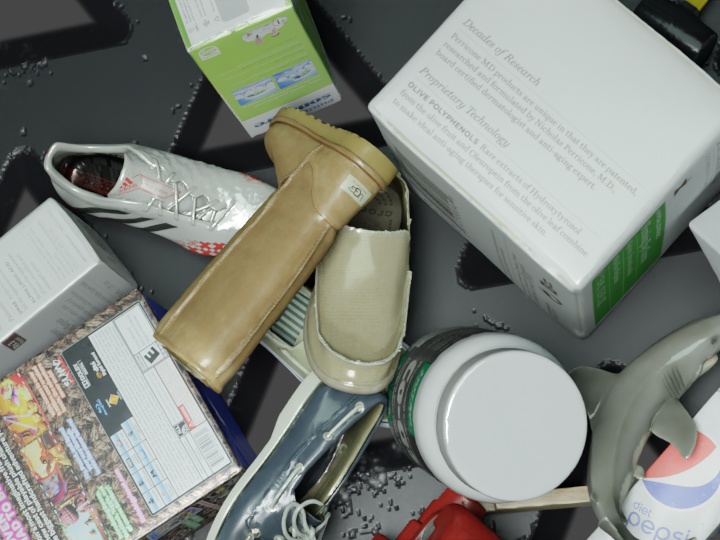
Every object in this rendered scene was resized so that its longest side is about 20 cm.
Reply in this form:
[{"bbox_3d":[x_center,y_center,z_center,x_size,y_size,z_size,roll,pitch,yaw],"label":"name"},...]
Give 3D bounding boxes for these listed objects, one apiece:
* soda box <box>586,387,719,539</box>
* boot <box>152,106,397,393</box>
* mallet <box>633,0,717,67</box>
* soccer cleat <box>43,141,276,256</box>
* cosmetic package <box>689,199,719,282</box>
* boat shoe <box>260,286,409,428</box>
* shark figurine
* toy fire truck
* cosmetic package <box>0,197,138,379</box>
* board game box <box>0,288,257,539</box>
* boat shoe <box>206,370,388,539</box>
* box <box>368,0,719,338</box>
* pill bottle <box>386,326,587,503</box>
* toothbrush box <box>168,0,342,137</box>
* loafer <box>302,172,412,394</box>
[{"bbox_3d":[0.239,0.151,1.253,0.063,0.068,0.200,41,88,16],"label":"soda box"},{"bbox_3d":[-0.079,-0.020,1.277,0.066,0.175,0.201,42,82,-22],"label":"boot"},{"bbox_3d":[0.291,-0.234,1.350,0.200,0.041,0.066,-44,73,-6],"label":"mallet"},{"bbox_3d":[-0.151,-0.059,1.362,0.198,0.085,0.069,15,80,13],"label":"soccer cleat"},{"bbox_3d":[0.371,-0.007,1.200,0.199,0.123,0.200,-38,45,1],"label":"cosmetic package"},{"bbox_3d":[-0.033,0.054,1.327,0.199,0.062,0.072,30,84,14],"label":"boat shoe"},{"bbox_3d":[0.173,0.111,1.214,0.089,0.128,0.215,44,48,-20],"label":"shark figurine"},{"bbox_3d":[0.081,0.198,1.223,0.128,0.176,0.200,40,82,-7],"label":"toy fire truck"},{"bbox_3d":[-0.278,0.042,1.355,0.200,0.102,0.074,-41,73,0],"label":"cosmetic package"},{"bbox_3d":[-0.197,0.141,1.319,0.199,0.097,0.160,-33,74,2],"label":"board game box"},{"bbox_3d":[-0.046,0.165,1.267,0.062,0.075,0.201,27,81,32],"label":"boat shoe"},{"bbox_3d":[0.140,-0.089,1.257,0.200,0.199,0.172,42,87,14],"label":"box"},{"bbox_3d":[0.085,0.097,1.205,0.112,0.200,0.115,0,90,-8],"label":"pill bottle"},{"bbox_3d":[-0.090,-0.207,1.325,0.085,0.200,0.147,-22,75,5],"label":"toothbrush box"},{"bbox_3d":[0.000,0.000,1.288,0.075,0.069,0.201,6,48,-3],"label":"loafer"}]
